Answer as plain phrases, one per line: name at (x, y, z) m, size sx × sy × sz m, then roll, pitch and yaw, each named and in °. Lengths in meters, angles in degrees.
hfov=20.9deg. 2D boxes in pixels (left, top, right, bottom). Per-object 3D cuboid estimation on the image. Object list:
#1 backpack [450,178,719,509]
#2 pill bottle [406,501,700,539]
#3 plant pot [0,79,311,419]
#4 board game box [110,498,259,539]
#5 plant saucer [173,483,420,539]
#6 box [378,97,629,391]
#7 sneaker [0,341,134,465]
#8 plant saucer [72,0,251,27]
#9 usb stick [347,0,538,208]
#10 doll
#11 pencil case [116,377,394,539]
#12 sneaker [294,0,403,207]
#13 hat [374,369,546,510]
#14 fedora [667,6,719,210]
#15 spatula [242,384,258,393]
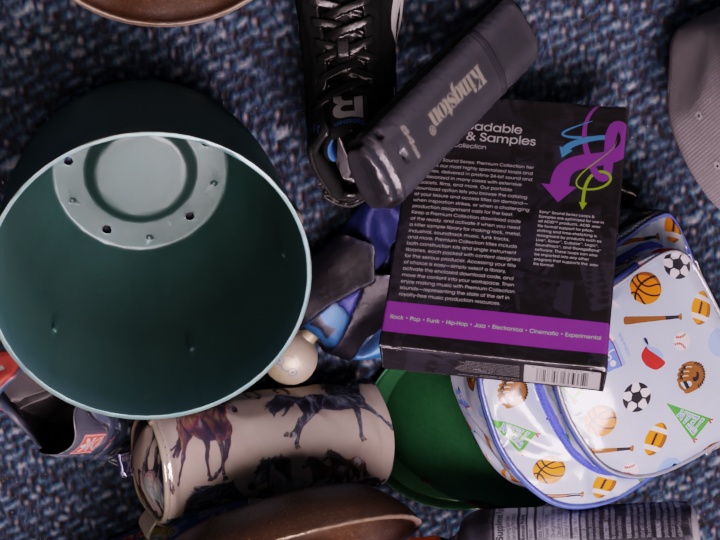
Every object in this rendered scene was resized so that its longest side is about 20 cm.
backpack at (0.163, 0.069, 1.327) m, size 0.190 × 0.154 × 0.201 m, roll -30°, pitch 97°, yaw -4°
pill bottle at (0.130, 0.213, 1.325) m, size 0.199 × 0.106 × 0.107 m, roll -3°, pitch 119°, yaw 6°
plant pot at (-0.139, -0.030, 1.262) m, size 0.199 × 0.161 × 0.202 m, roll -4°, pitch 118°, yaw -7°
board game box at (-0.121, 0.245, 1.473) m, size 0.199 × 0.035 × 0.136 m, roll -23°, pitch 119°, yaw 12°
plant saucer at (-0.058, 0.186, 1.337) m, size 0.199 × 0.037 × 0.200 m, roll -15°, pitch 164°, yaw -5°
box at (0.096, -0.023, 1.258) m, size 0.142 × 0.201 × 0.036 m, roll 6°, pitch 151°, yaw 7°
sneaker at (-0.184, 0.111, 1.375) m, size 0.199 × 0.085 × 0.075 m, roll 29°, pitch 110°, yaw -22°
plant saucer at (-0.125, -0.252, 1.214) m, size 0.199 × 0.037 × 0.201 m, roll -3°, pitch 119°, yaw -5°
usb stick at (0.055, -0.110, 1.248) m, size 0.032 × 0.200 × 0.056 m, roll -4°, pitch 121°, yaw 40°
doll at (0.000, 0.000, 1.364) m, size 0.136 × 0.049 × 0.200 m, roll 37°, pitch 106°, yaw -15°
pencil case at (-0.067, 0.128, 1.372) m, size 0.199 × 0.078 × 0.090 m, roll -6°, pitch 127°, yaw -31°
sneaker at (-0.004, -0.136, 1.250) m, size 0.073 × 0.112 × 0.201 m, roll -5°, pitch 119°, yaw 3°
hat at (0.110, 0.154, 1.390) m, size 0.199 × 0.176 × 0.166 m, roll 4°, pitch 120°, yaw -12°
fedora at (0.264, -0.113, 1.304) m, size 0.090 × 0.177 × 0.201 m, roll -15°, pitch 103°, yaw 38°
spatula at (-0.070, 0.111, 1.429) m, size 0.056 × 0.021 × 0.201 m, roll -23°, pitch 119°, yaw 8°
